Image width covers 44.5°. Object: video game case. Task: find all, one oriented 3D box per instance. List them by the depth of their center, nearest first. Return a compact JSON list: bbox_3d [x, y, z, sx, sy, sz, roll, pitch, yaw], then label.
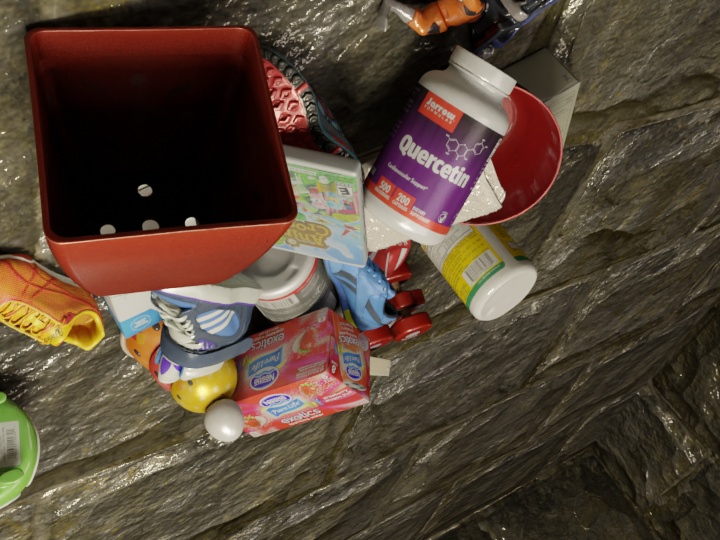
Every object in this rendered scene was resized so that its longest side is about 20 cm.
[{"bbox_3d":[-0.091,-0.076,0.962,0.183,0.196,0.022,85,20,-59],"label":"video game case"}]

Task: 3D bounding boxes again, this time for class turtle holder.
[{"bbox_3d":[-0.463,0.226,1.016,0.185,0.142,0.132,-36,172,-21],"label":"turtle holder"}]

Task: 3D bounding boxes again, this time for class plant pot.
[{"bbox_3d":[-0.184,-0.079,0.790,0.196,0.203,0.177,-6,155,-19],"label":"plant pot"}]

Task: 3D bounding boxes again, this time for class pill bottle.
[{"bbox_3d":[0.088,-0.138,0.969,0.112,0.112,0.202,9,114,-55],"label":"pill bottle"},{"bbox_3d":[-0.088,0.017,1.161,0.113,0.114,0.200,-35,153,-3],"label":"pill bottle"},{"bbox_3d":[0.155,-0.036,1.271,0.112,0.201,0.113,-27,152,-16],"label":"pill bottle"}]

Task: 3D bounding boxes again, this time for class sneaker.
[{"bbox_3d":[-0.343,0.037,0.930,0.073,0.078,0.199,-42,151,15],"label":"sneaker"},{"bbox_3d":[-0.072,-0.162,0.946,0.079,0.096,0.201,-30,128,8],"label":"sneaker"},{"bbox_3d":[-0.195,0.066,0.970,0.148,0.080,0.199,-60,157,7],"label":"sneaker"},{"bbox_3d":[0.000,0.000,1.139,0.077,0.067,0.202,-9,135,12],"label":"sneaker"},{"bbox_3d":[0.011,-0.057,1.215,0.112,0.071,0.202,-41,142,-32],"label":"sneaker"}]

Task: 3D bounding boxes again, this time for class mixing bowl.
[{"bbox_3d":[0.151,-0.171,1.116,0.196,0.109,0.203,2,128,2],"label":"mixing bowl"}]

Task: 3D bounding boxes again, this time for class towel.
[{"bbox_3d":[0.070,-0.102,1.081,0.197,0.035,0.134,-19,124,16],"label":"towel"}]

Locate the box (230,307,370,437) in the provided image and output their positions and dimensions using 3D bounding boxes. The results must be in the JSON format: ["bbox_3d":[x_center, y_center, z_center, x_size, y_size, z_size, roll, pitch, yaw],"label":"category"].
[{"bbox_3d":[-0.092,0.136,1.144,0.198,0.097,0.100,-21,140,28],"label":"box"}]

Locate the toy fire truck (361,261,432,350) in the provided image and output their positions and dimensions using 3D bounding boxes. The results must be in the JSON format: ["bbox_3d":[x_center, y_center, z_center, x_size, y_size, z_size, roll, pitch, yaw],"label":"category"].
[{"bbox_3d":[0.005,0.077,1.392,0.198,0.114,0.168,-13,163,-37],"label":"toy fire truck"}]

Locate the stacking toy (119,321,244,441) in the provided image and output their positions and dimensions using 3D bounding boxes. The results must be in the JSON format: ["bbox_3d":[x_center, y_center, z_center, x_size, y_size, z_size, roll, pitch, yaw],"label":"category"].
[{"bbox_3d":[-0.200,0.124,1.099,0.145,0.201,0.147,-28,152,-17],"label":"stacking toy"}]

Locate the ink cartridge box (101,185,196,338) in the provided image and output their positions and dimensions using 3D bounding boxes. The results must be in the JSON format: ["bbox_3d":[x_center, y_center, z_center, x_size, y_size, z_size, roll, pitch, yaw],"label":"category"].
[{"bbox_3d":[-0.239,-0.024,0.967,0.115,0.068,0.201,-28,151,-19],"label":"ink cartridge box"}]

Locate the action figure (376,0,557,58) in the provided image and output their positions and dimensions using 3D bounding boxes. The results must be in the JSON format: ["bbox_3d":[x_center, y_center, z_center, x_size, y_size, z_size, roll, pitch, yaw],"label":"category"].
[{"bbox_3d":[0.137,-0.304,0.948,0.192,0.106,0.199,-13,170,-46],"label":"action figure"}]

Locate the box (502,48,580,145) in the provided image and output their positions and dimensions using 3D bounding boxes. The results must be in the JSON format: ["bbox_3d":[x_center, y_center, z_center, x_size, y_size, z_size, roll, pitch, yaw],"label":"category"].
[{"bbox_3d":[0.237,-0.202,1.245,0.094,0.078,0.201,-28,152,-16],"label":"box"}]

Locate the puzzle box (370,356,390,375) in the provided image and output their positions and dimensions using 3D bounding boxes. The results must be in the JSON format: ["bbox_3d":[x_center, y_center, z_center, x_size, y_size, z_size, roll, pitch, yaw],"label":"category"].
[{"bbox_3d":[-0.070,0.132,1.316,0.198,0.026,0.132,15,168,-38],"label":"puzzle box"}]
